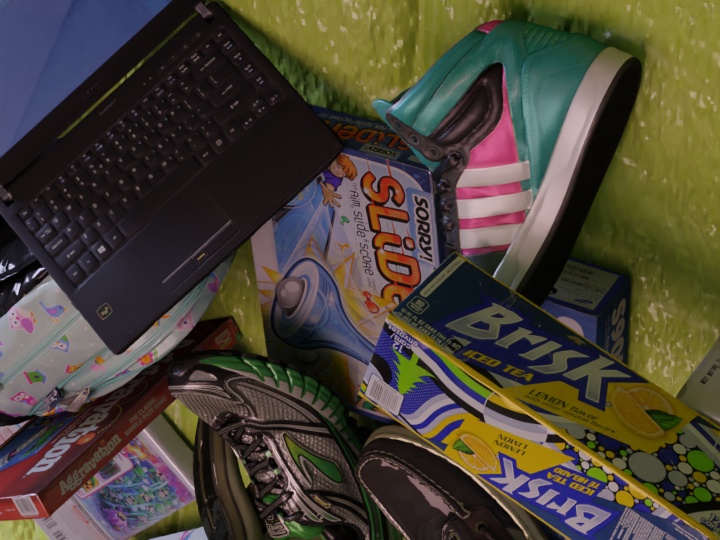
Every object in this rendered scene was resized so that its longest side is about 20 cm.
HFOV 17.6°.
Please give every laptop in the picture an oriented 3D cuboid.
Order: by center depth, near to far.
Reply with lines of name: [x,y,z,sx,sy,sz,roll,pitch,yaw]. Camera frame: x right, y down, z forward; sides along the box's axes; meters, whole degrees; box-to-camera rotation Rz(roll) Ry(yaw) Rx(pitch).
laptop: [-0.145,-0.091,1.295,0.200,0.177,0.103,49,-177,22]

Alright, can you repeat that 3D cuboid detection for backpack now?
backpack: [-0.173,0.004,1.442,0.127,0.167,0.200,32,141,-23]

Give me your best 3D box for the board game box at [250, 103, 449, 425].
board game box: [0.000,0.000,1.376,0.135,0.034,0.200,16,131,28]

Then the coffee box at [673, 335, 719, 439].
coffee box: [0.217,0.125,1.248,0.080,0.114,0.200,21,134,24]

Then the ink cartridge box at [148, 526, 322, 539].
ink cartridge box: [-0.089,0.254,1.600,0.200,0.083,0.146,-19,116,45]

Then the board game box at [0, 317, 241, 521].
board game box: [-0.169,0.094,1.460,0.103,0.200,0.019,-9,115,41]

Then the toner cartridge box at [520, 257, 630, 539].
toner cartridge box: [0.103,0.079,1.353,0.095,0.043,0.200,20,133,27]

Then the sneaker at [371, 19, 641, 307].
sneaker: [0.056,-0.049,1.236,0.121,0.084,0.200,30,112,17]

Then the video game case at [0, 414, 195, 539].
video game case: [-0.216,0.105,1.638,0.200,0.024,0.182,51,137,-6]

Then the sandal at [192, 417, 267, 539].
sandal: [-0.068,0.150,1.482,0.080,0.057,0.201,120,141,-64]

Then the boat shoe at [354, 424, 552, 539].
boat shoe: [0.072,0.174,1.370,0.201,0.066,0.072,42,139,4]

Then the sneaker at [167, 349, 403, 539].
sneaker: [-0.041,0.115,1.412,0.200,0.085,0.078,39,156,-26]

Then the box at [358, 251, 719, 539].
box: [0.102,0.080,1.168,0.200,0.070,0.064,34,136,15]
